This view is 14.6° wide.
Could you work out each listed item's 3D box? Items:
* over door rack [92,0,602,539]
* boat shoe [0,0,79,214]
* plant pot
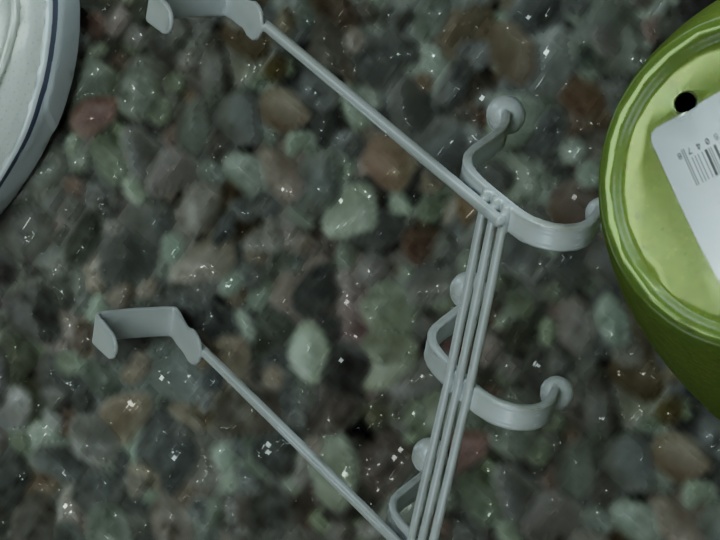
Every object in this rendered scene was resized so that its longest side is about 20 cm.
[{"bbox_3d":[0.000,0.000,0.971,0.200,0.067,0.148,33,123,36],"label":"over door rack"},{"bbox_3d":[-0.176,-0.043,1.075,0.071,0.070,0.200,36,103,23],"label":"boat shoe"},{"bbox_3d":[0.148,-0.019,0.843,0.187,0.200,0.188,-2,86,26],"label":"plant pot"}]
